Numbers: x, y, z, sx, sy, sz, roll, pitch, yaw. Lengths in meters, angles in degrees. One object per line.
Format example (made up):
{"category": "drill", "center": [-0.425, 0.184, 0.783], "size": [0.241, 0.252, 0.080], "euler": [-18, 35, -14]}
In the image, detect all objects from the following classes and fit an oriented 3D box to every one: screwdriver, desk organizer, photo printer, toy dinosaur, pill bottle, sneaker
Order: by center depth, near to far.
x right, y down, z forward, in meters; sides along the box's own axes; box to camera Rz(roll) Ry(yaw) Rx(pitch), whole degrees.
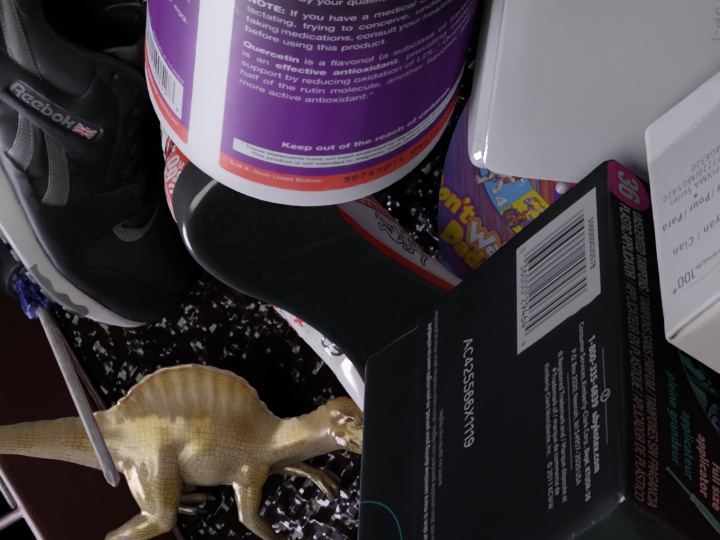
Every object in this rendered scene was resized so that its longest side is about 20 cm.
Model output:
{"category": "pill bottle", "center": [-0.012, -0.113, 0.874], "size": [0.112, 0.112, 0.200], "euler": [37, 154, 14]}
{"category": "photo printer", "center": [0.142, -0.101, 0.886], "size": [0.199, 0.070, 0.167], "euler": [6, 118, -2]}
{"category": "sneaker", "center": [-0.105, -0.057, 1.034], "size": [0.087, 0.076, 0.200], "euler": [-20, 130, 22]}
{"category": "sneaker", "center": [0.000, -0.001, 1.037], "size": [0.067, 0.108, 0.201], "euler": [-41, 121, 13]}
{"category": "screwdriver", "center": [-0.121, 0.022, 1.060], "size": [0.028, 0.200, 0.029], "euler": [-18, 122, -9]}
{"category": "toy dinosaur", "center": [-0.078, 0.074, 1.084], "size": [0.199, 0.058, 0.101], "euler": [-1, 133, -2]}
{"category": "desk organizer", "center": [-0.156, 0.072, 1.137], "size": [0.072, 0.077, 0.200], "euler": [-31, 90, 32]}

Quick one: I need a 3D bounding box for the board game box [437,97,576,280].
{"category": "board game box", "center": [0.108, 0.000, 0.990], "size": [0.200, 0.039, 0.158], "euler": [50, 122, 7]}

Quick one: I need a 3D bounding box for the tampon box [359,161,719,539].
{"category": "tampon box", "center": [0.115, 0.094, 0.895], "size": [0.200, 0.150, 0.126], "euler": [31, 128, -26]}

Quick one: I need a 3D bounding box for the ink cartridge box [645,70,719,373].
{"category": "ink cartridge box", "center": [0.178, 0.051, 0.840], "size": [0.200, 0.177, 0.045], "euler": [31, 128, -28]}
